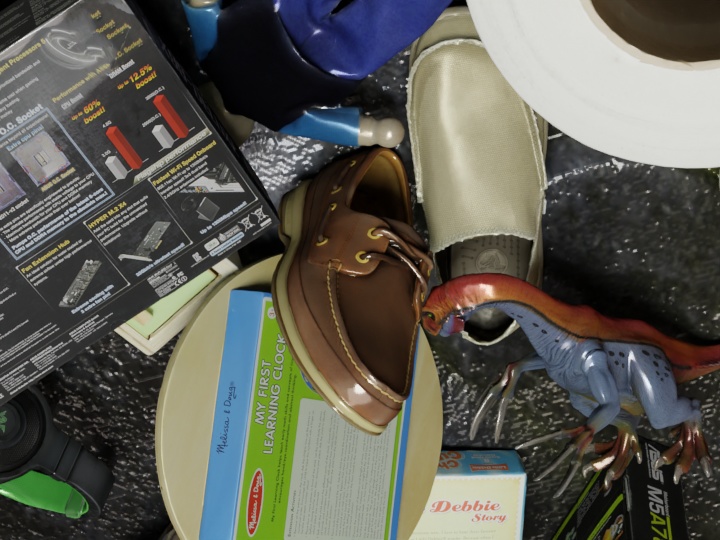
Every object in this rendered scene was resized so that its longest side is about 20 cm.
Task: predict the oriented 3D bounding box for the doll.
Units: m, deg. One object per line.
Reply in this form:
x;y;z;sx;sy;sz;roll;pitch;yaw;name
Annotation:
-0.024;-0.114;0.753;0.136;0.049;0.200;42;131;-18;doll

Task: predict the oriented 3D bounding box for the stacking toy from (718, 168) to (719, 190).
0.253;0.014;0.804;0.146;0.146;0.200;-27;96;21;stacking toy

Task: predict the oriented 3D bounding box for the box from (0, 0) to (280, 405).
-0.163;-0.034;0.720;0.200;0.050;0.158;-34;125;2;box

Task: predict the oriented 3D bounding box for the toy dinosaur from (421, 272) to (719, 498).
0.116;0.044;0.808;0.105;0.200;0.182;2;135;46;toy dinosaur

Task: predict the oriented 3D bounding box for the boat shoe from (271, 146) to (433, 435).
0.000;0.000;0.757;0.068;0.200;0.072;-40;119;21;boat shoe

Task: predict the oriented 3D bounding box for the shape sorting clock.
-0.031;0.089;0.834;0.039;0.200;0.200;0;129;46;shape sorting clock

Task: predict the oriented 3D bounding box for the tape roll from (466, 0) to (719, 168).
0.151;-0.163;0.660;0.202;0.139;0.203;6;119;10;tape roll

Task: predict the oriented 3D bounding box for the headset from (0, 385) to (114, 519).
-0.244;0.109;0.892;0.200;0.094;0.123;39;149;-31;headset

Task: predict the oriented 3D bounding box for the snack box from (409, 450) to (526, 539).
0.000;0.172;0.924;0.199;0.037;0.117;0;109;-7;snack box

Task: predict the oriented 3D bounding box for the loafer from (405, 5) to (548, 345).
0.068;-0.044;0.798;0.075;0.068;0.201;-7;121;10;loafer

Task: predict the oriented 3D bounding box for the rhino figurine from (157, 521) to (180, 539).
-0.079;0.238;0.991;0.087;0.060;0.200;-36;115;0;rhino figurine

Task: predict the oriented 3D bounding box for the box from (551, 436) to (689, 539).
0.135;0.231;0.889;0.047;0.193;0.200;23;120;-5;box

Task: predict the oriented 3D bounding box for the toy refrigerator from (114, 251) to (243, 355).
-0.158;-0.044;0.786;0.076;0.070;0.200;-40;126;11;toy refrigerator
